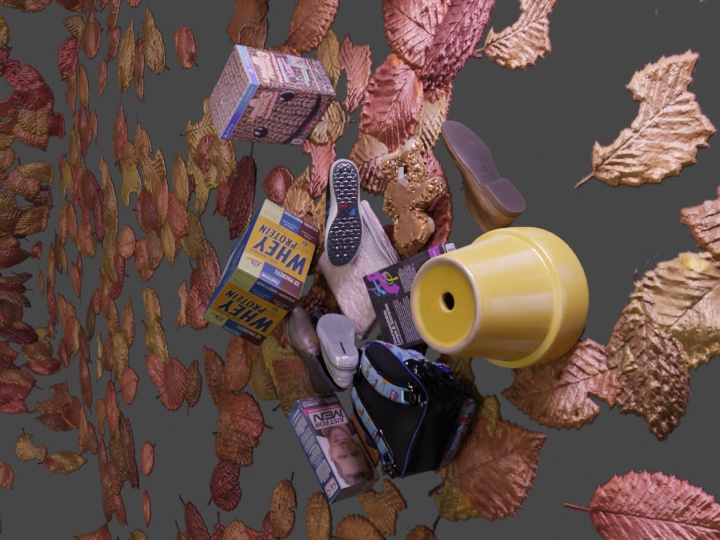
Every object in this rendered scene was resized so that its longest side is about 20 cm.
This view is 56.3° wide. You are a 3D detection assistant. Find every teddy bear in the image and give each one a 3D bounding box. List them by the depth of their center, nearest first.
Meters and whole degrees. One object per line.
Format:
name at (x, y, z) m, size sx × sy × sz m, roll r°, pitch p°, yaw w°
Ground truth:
teddy bear at (0.088, -0.129, 1.149) m, size 0.145 × 0.066 × 0.201 m, roll -43°, pitch 53°, yaw 33°

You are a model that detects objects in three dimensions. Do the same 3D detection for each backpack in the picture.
backpack at (0.073, 0.218, 1.125) m, size 0.200 × 0.134 × 0.184 m, roll 43°, pitch 124°, yaw 50°

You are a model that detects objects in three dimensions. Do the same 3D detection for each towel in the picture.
towel at (0.000, 0.000, 1.285) m, size 0.191 × 0.032 × 0.201 m, roll -56°, pitch 50°, yaw 38°

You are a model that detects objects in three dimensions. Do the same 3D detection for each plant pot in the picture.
plant pot at (0.180, 0.040, 0.935) m, size 0.200 × 0.188 × 0.203 m, roll 4°, pitch 95°, yaw 51°

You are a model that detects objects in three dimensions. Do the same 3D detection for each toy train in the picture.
toy train at (-0.046, 0.148, 1.348) m, size 0.200 × 0.034 × 0.046 m, roll 45°, pitch 141°, yaw 43°

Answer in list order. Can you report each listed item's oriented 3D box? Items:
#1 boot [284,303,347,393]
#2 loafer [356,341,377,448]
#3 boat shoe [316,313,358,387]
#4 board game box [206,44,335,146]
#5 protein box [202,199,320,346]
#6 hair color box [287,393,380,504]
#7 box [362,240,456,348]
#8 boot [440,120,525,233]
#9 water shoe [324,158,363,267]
boot at (-0.085, 0.158, 1.356) m, size 0.097 × 0.075 × 0.201 m, roll -1°, pitch 113°, yaw 46°
loafer at (0.018, 0.232, 1.246) m, size 0.068 × 0.070 × 0.202 m, roll 5°, pitch 97°, yaw 51°
boat shoe at (-0.046, 0.144, 1.227) m, size 0.200 × 0.073 × 0.067 m, roll -103°, pitch 20°, yaw -70°
board game box at (-0.180, -0.345, 1.352) m, size 0.159 × 0.199 × 0.097 m, roll -46°, pitch 58°, yaw 43°
protein box at (-0.203, 0.007, 1.387) m, size 0.199 × 0.134 × 0.201 m, roll -47°, pitch 21°, yaw 42°
hair color box at (-0.055, 0.344, 1.322) m, size 0.201 × 0.099 × 0.061 m, roll 58°, pitch 132°, yaw 31°
box at (0.098, 0.048, 1.134) m, size 0.199 × 0.036 × 0.144 m, roll -22°, pitch 85°, yaw 44°
boot at (0.170, -0.143, 1.034) m, size 0.201 × 0.073 × 0.076 m, roll 63°, pitch 146°, yaw 24°
water shoe at (-0.032, -0.107, 1.262) m, size 0.079 × 0.071 × 0.202 m, roll -133°, pitch 48°, yaw -75°
